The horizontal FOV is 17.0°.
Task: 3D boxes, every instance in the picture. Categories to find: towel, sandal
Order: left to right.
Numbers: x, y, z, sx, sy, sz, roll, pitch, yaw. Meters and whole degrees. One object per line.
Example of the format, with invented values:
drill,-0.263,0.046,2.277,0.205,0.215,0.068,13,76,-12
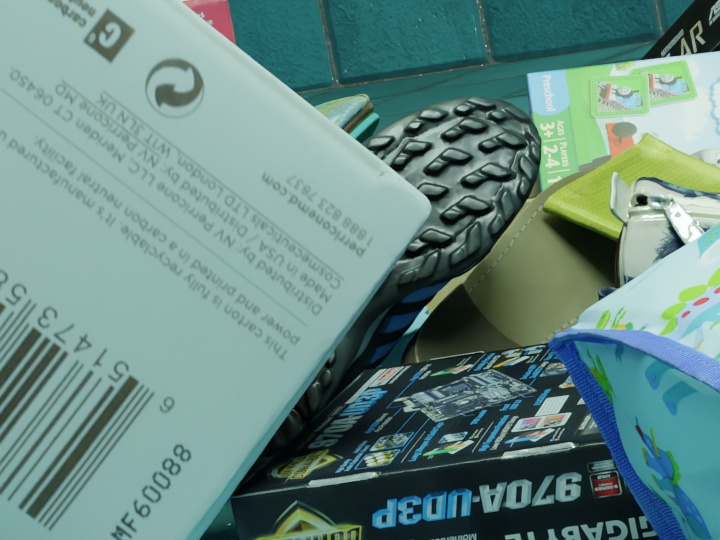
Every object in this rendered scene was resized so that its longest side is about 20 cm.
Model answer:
sandal,0.081,0.020,1.153,0.212,0.078,0.070,-36,-12,-41
towel,0.188,-0.013,1.107,0.200,0.018,0.086,26,37,35

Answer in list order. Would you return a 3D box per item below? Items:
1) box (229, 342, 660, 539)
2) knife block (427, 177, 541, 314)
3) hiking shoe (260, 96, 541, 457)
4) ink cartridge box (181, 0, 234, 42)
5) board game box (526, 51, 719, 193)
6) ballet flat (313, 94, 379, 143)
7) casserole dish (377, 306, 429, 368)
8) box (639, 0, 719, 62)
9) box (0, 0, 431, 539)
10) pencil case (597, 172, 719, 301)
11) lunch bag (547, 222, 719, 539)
box,0.056,0.069,0.922,0.159,0.046,0.200,-9,8,16
knife block,0.048,0.011,1.332,0.200,0.176,0.064,34,12,-1
hiking shoe,0.000,0.000,1.079,0.200,0.074,0.087,-45,-5,-6
ink cartridge box,-0.136,-0.046,1.373,0.148,0.200,0.086,-15,9,-24
board game box,0.192,-0.051,1.248,0.200,0.037,0.151,-6,49,3
ballet flat,-0.071,-0.011,1.072,0.200,0.074,0.074,-55,21,-11
casserole dish,-0.055,0.053,1.210,0.200,0.039,0.121,-8,9,27
box,0.251,-0.111,1.339,0.160,0.044,0.200,13,-39,-24
box,-0.120,-0.009,0.897,0.200,0.199,0.171,-53,13,-6
pencil case,0.202,-0.001,1.004,0.200,0.078,0.089,0,-29,22
lunch bag,0.173,0.024,0.682,0.170,0.127,0.200,-31,3,-13
